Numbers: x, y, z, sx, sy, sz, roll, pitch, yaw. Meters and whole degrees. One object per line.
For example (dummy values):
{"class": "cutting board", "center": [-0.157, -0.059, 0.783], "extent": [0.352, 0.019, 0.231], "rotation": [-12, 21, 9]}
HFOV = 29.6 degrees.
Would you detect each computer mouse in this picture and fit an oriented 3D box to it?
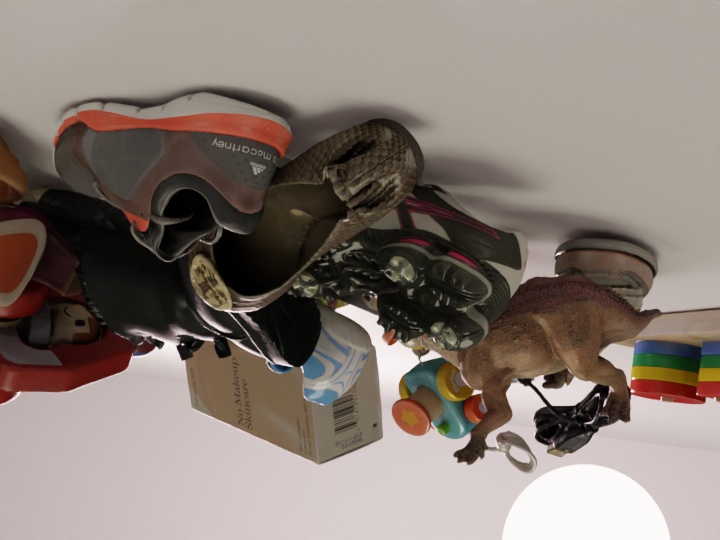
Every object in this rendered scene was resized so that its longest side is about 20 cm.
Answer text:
{"class": "computer mouse", "center": [0.109, 0.047, 1.011], "extent": [0.200, 0.044, 0.110], "rotation": [48, 151, 9]}

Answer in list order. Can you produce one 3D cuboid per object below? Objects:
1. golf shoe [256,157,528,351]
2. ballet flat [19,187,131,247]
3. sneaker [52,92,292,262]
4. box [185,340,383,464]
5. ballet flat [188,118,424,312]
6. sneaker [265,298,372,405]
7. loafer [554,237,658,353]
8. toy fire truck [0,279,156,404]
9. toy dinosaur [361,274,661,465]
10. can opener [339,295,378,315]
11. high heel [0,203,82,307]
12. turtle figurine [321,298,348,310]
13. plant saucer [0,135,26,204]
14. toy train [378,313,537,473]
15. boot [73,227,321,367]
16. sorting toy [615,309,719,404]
{"class": "golf shoe", "center": [0.002, -0.022, 0.808], "extent": [0.200, 0.077, 0.088], "rotation": [28, -138, 19]}
{"class": "ballet flat", "center": [-0.165, -0.030, 1.041], "extent": [0.200, 0.057, 0.066], "rotation": [14, 151, 10]}
{"class": "sneaker", "center": [-0.119, -0.047, 0.763], "extent": [0.077, 0.082, 0.200], "rotation": [16, 169, -36]}
{"class": "box", "center": [-0.074, 0.099, 1.245], "extent": [0.078, 0.095, 0.200], "rotation": [-18, -161, -37]}
{"class": "ballet flat", "center": [-0.042, -0.022, 0.747], "extent": [0.200, 0.046, 0.067], "rotation": [-29, 101, 45]}
{"class": "sneaker", "center": [-0.065, 0.031, 1.055], "extent": [0.072, 0.073, 0.200], "rotation": [31, -172, -42]}
{"class": "loafer", "center": [0.171, 0.024, 0.974], "extent": [0.072, 0.063, 0.200], "rotation": [7, 171, 8]}
{"class": "toy fire truck", "center": [-0.253, 0.025, 1.104], "extent": [0.168, 0.112, 0.200], "rotation": [2, -147, -30]}
{"class": "toy dinosaur", "center": [0.105, 0.033, 0.862], "extent": [0.200, 0.136, 0.086], "rotation": [-12, -154, -6]}
{"class": "can opener", "center": [0.000, 0.000, 1.030], "extent": [0.066, 0.053, 0.200], "rotation": [5, 170, 18]}
{"class": "high heel", "center": [-0.259, -0.022, 0.941], "extent": [0.096, 0.067, 0.200], "rotation": [30, 176, 11]}
{"class": "turtle figurine", "center": [-0.094, 0.021, 1.218], "extent": [0.200, 0.065, 0.161], "rotation": [11, 171, -8]}
{"class": "plant saucer", "center": [-0.312, -0.084, 0.872], "extent": [0.200, 0.038, 0.200], "rotation": [10, 171, 1]}
{"class": "toy train", "center": [0.069, 0.072, 0.992], "extent": [0.150, 0.056, 0.200], "rotation": [28, 141, 36]}
{"class": "boot", "center": [-0.128, -0.005, 0.938], "extent": [0.162, 0.073, 0.198], "rotation": [10, 148, 28]}
{"class": "sorting toy", "center": [0.343, 0.092, 1.203], "extent": [0.200, 0.070, 0.199], "rotation": [12, 171, -22]}
